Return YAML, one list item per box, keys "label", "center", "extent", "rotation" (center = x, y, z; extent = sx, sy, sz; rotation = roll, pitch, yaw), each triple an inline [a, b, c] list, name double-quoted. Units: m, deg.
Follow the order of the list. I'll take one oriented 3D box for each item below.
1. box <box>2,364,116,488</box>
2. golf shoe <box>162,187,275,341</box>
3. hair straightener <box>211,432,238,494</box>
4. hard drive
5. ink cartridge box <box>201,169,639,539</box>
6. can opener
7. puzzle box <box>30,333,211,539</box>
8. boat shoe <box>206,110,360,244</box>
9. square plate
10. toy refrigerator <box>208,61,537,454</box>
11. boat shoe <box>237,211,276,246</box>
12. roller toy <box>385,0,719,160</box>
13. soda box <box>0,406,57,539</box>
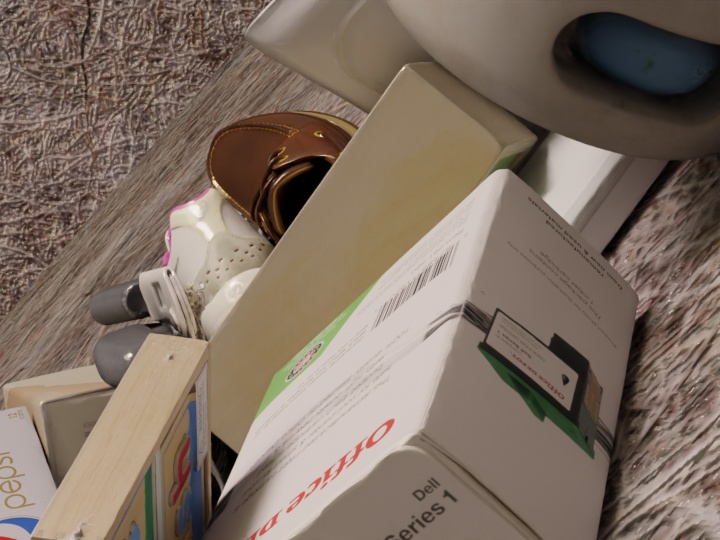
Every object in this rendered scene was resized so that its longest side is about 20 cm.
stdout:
- label: "box"
  center: [-0.152, 0.107, 1.276]
  extent: [0.077, 0.096, 0.200]
  rotation: [-10, 1, -15]
- label: "golf shoe"
  center: [-0.073, 0.015, 1.259]
  extent: [0.075, 0.092, 0.200]
  rotation: [-29, -12, -15]
- label: "hair straightener"
  center: [-0.077, 0.092, 1.133]
  extent: [0.041, 0.077, 0.200]
  rotation: [-41, 12, 9]
- label: "hard drive"
  center: [0.075, -0.006, 1.025]
  extent: [0.200, 0.026, 0.132]
  rotation: [-52, 12, -19]
- label: "ink cartridge box"
  center: [0.018, 0.073, 0.814]
  extent: [0.146, 0.084, 0.200]
  rotation: [-42, 13, 28]
- label: "can opener"
  center: [-0.122, 0.029, 1.196]
  extent: [0.066, 0.053, 0.200]
  rotation: [-19, 3, -13]
- label: "puzzle box"
  center: [-0.081, 0.141, 0.796]
  extent: [0.133, 0.025, 0.202]
  rotation: [-66, -20, -59]
- label: "boat shoe"
  center: [-0.026, -0.044, 1.196]
  extent: [0.199, 0.067, 0.073]
  rotation: [26, 107, 47]
- label: "square plate"
  center: [0.077, -0.134, 1.097]
  extent: [0.200, 0.197, 0.029]
  rotation: [-43, 41, 20]
- label: "toy refrigerator"
  center: [0.000, 0.000, 1.076]
  extent: [0.201, 0.070, 0.076]
  rotation: [-54, -9, 14]
- label: "boat shoe"
  center: [-0.050, -0.022, 1.437]
  extent: [0.200, 0.072, 0.071]
  rotation: [-48, 7, -8]
- label: "roller toy"
  center: [0.102, -0.139, 0.918]
  extent: [0.182, 0.199, 0.140]
  rotation: [-26, -32, -56]
- label: "soda box"
  center: [-0.179, 0.151, 1.132]
  extent: [0.063, 0.069, 0.200]
  rotation: [-11, 29, -15]
